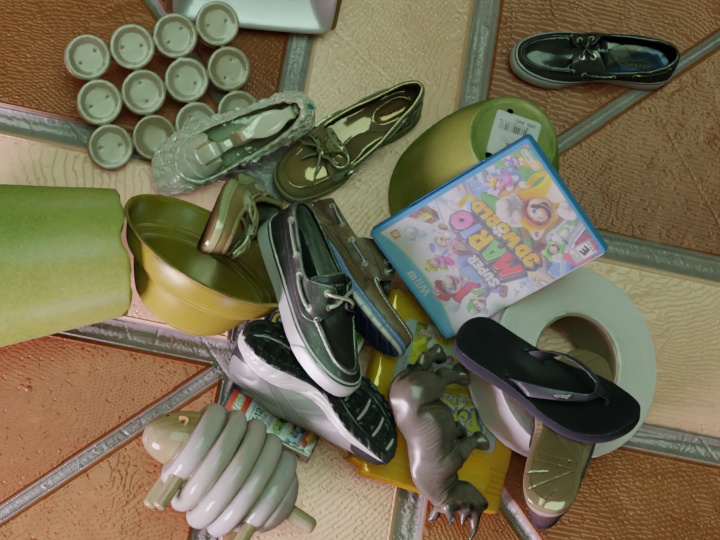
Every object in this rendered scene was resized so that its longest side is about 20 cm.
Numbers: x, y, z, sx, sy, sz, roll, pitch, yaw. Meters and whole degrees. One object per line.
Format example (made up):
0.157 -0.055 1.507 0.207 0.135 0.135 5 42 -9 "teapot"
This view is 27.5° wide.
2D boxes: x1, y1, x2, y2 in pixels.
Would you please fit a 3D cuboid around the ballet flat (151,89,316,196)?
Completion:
-0.140 -0.142 1.587 0.199 0.072 0.072 -27 79 -1 "ballet flat"

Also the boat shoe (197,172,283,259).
-0.121 -0.053 1.529 0.063 0.201 0.074 26 101 -2 "boat shoe"

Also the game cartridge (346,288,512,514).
0.087 0.140 1.567 0.175 0.032 0.201 18 71 -15 "game cartridge"

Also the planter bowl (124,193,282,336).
-0.172 0.010 1.529 0.200 0.200 0.084 31 109 1 "planter bowl"

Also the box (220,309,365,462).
-0.062 0.091 1.572 0.110 0.035 0.201 26 71 -1 "box"

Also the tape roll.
0.215 0.101 1.570 0.201 0.071 0.204 4 79 -22 "tape roll"

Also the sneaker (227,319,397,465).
-0.048 0.132 1.501 0.200 0.079 0.074 37 40 0 "sneaker"

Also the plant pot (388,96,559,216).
0.137 -0.106 1.575 0.186 0.200 0.188 2 73 -8 "plant pot"

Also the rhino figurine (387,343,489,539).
0.083 0.184 1.507 0.087 0.060 0.201 -24 101 -34 "rhino figurine"

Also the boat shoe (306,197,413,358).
0.000 0.000 1.542 0.072 0.072 0.200 -33 72 -16 "boat shoe"

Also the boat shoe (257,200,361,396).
-0.042 0.027 1.474 0.071 0.064 0.201 -9 70 -49 "boat shoe"

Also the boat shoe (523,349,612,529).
0.203 0.169 1.479 0.072 0.065 0.201 17 52 5 "boat shoe"

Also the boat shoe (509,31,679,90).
0.275 -0.251 1.716 0.199 0.057 0.069 2 73 -9 "boat shoe"

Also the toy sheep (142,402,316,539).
-0.131 0.210 1.480 0.200 0.138 0.138 36 71 -13 "toy sheep"

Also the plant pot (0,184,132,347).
-0.328 -0.010 1.477 0.183 0.200 0.202 -7 75 -14 "plant pot"

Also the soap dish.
-0.114 -0.345 1.636 0.199 0.158 0.082 5 56 -8 "soap dish"

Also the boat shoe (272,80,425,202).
-0.013 -0.150 1.636 0.200 0.063 0.073 -39 83 -17 "boat shoe"

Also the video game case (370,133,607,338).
0.128 -0.031 1.489 0.143 0.199 0.018 53 27 -13 "video game case"

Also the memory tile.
-0.216 -0.202 1.619 0.199 0.017 0.154 -17 97 -15 "memory tile"

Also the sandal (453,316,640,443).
0.182 0.107 1.454 0.199 0.043 0.076 27 54 13 "sandal"
